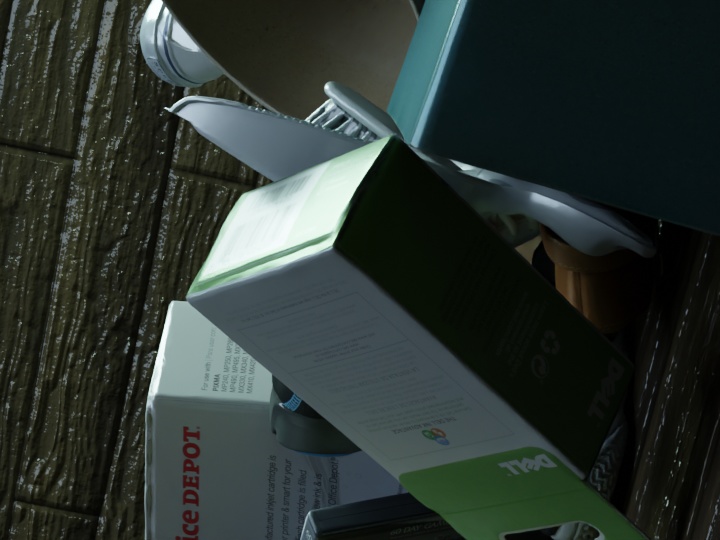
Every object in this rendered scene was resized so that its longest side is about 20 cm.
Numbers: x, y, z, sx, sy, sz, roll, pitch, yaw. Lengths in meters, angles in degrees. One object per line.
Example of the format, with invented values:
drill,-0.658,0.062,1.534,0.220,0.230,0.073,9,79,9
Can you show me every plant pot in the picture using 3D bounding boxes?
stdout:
plant pot,0.109,-0.131,0.938,0.141,0.141,0.201,-106,32,-80
plant pot,-0.002,-0.175,1.122,0.134,0.200,0.201,-44,-12,-26

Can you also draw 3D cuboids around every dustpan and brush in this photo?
dustpan and brush,0.033,-0.037,1.013,0.139,0.200,0.057,9,-68,-58

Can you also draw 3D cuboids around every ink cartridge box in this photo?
ink cartridge box,-0.008,0.100,1.263,0.085,0.199,0.145,-85,-1,-51
ink cartridge box,0.038,0.041,0.980,0.104,0.200,0.059,-18,36,51

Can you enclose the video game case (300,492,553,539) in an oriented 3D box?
video game case,0.023,0.177,1.214,0.201,0.142,0.019,106,147,-44

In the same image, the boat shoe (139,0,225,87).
boat shoe,-0.044,-0.181,1.280,0.067,0.073,0.201,3,65,45

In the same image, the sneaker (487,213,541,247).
sneaker,0.058,-0.038,1.160,0.200,0.099,0.078,-41,-68,-61

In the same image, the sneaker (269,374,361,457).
sneaker,0.000,0.000,1.205,0.200,0.073,0.082,-82,-3,-51

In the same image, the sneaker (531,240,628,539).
sneaker,0.065,0.039,1.152,0.201,0.113,0.076,-84,7,-50

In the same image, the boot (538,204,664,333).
boot,0.118,-0.066,1.117,0.200,0.076,0.156,-48,-52,-68

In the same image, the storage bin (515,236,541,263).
storage bin,0.070,-0.020,1.382,0.199,0.093,0.201,-89,11,-70
